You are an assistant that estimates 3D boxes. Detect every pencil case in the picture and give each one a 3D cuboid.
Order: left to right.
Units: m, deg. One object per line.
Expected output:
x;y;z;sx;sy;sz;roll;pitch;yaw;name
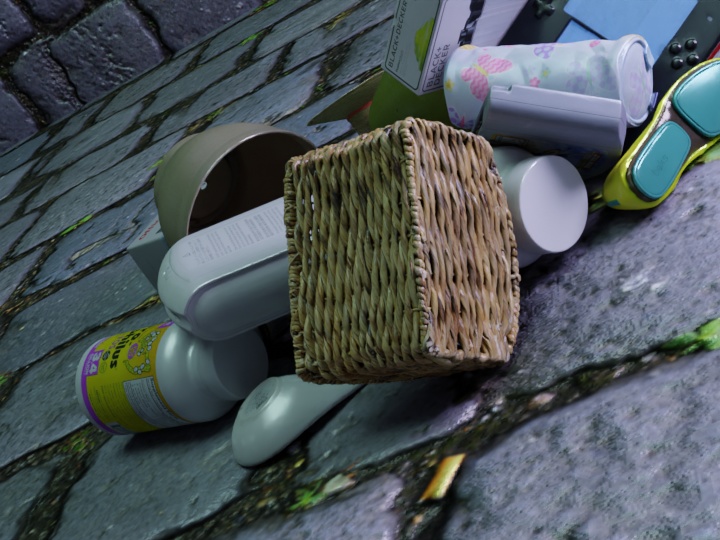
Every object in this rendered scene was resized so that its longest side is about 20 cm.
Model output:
0.178;-0.180;1.181;0.200;0.083;0.091;2;67;34;pencil case

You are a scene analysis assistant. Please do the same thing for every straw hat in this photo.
0.032;-0.204;1.604;0.201;0.085;0.201;-33;1;1;straw hat

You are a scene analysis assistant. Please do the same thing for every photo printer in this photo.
-0.094;-0.007;1.169;0.200;0.070;0.166;-23;22;-8;photo printer

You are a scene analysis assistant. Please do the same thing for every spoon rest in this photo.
-0.040;0.101;1.109;0.200;0.061;0.099;-46;19;3;spoon rest

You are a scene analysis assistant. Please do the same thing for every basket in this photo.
0.036;-0.010;1.029;0.149;0.201;0.143;-15;-15;40;basket

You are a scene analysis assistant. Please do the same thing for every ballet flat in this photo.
0.283;-0.123;1.121;0.200;0.067;0.067;-45;4;-26;ballet flat

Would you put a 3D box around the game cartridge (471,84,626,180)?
0.171;-0.122;1.133;0.200;0.133;0.042;92;-169;-83;game cartridge

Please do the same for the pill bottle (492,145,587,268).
0.107;-0.055;1.143;0.113;0.113;0.200;-45;24;-28;pill bottle

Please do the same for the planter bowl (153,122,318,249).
-0.149;-0.082;1.394;0.200;0.201;0.135;-41;45;-20;planter bowl

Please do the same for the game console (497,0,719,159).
0.243;-0.226;1.206;0.200;0.031;0.177;42;100;31;game console

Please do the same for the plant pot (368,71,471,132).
0.100;-0.208;1.440;0.187;0.187;0.200;-49;10;-36;plant pot

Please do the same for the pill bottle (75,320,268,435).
-0.186;0.103;1.226;0.200;0.104;0.104;-14;28;40;pill bottle

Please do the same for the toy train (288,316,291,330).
0.000;0.000;1.277;0.200;0.034;0.046;-45;13;-29;toy train

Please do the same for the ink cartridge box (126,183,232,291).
-0.183;-0.057;1.600;0.200;0.088;0.145;-16;27;42;ink cartridge box

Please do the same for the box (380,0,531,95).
0.123;-0.261;1.273;0.200;0.117;0.060;-20;50;-37;box

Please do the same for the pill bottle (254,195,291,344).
-0.078;-0.013;1.319;0.200;0.109;0.109;-41;22;-21;pill bottle
